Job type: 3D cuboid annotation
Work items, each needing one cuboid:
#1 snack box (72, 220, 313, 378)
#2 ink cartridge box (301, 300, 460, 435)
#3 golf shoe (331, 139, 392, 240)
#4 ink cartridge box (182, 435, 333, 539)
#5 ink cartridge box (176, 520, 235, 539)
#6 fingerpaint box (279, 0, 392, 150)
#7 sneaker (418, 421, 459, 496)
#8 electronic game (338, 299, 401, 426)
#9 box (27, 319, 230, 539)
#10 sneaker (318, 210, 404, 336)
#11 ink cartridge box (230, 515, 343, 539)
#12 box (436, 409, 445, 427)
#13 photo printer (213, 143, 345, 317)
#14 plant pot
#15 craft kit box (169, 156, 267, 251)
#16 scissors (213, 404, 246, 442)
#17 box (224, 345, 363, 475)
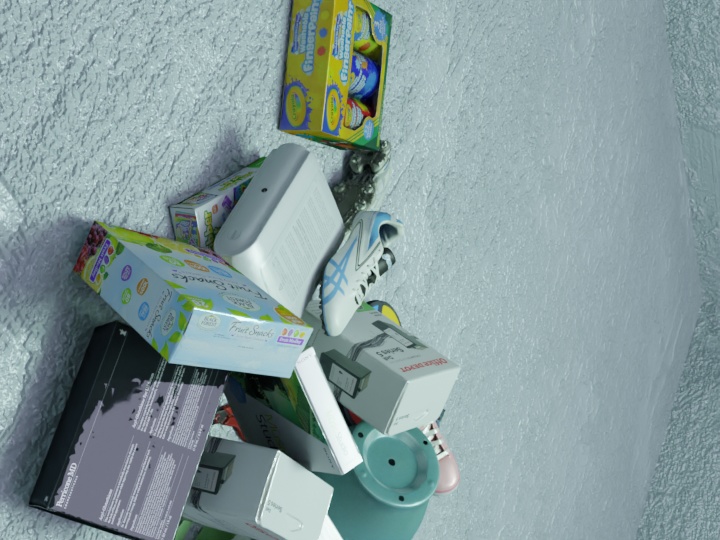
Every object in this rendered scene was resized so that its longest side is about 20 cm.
[{"bbox_3d":[-0.174,0.030,1.112,0.168,0.200,0.068,14,107,-49],"label":"snack box"},{"bbox_3d":[0.010,0.121,1.423,0.145,0.200,0.084,-6,124,-56],"label":"ink cartridge box"},{"bbox_3d":[0.004,-0.100,1.576,0.200,0.078,0.097,-61,149,-34],"label":"golf shoe"},{"bbox_3d":[-0.152,0.249,1.226,0.146,0.199,0.084,48,54,-53],"label":"ink cartridge box"},{"bbox_3d":[-0.172,0.383,1.372,0.146,0.048,0.201,-53,140,-42],"label":"ink cartridge box"},{"bbox_3d":[-0.030,-0.278,1.481,0.167,0.073,0.201,8,88,-61],"label":"fingerpaint box"},{"bbox_3d":[0.077,0.225,1.520,0.075,0.201,0.105,-27,162,-19],"label":"sneaker"},{"bbox_3d":[0.016,0.145,1.625,0.200,0.041,0.201,-21,114,-59],"label":"electronic game"},{"bbox_3d":[-0.241,0.173,1.124,0.141,0.079,0.201,28,68,-28],"label":"box"},{"bbox_3d":[0.000,0.000,1.370,0.072,0.072,0.201,72,34,-47],"label":"sneaker"},{"bbox_3d":[-0.108,0.391,1.314,0.200,0.085,0.146,-37,108,-24],"label":"ink cartridge box"},{"bbox_3d":[0.090,0.300,1.733,0.200,0.038,0.137,90,24,-71],"label":"box"},{"bbox_3d":[-0.101,-0.030,1.316,0.200,0.069,0.167,-63,146,-33],"label":"photo printer"},{"bbox_3d":[0.009,0.296,1.445,0.200,0.200,0.188,-51,179,-44],"label":"plant pot"},{"bbox_3d":[-0.148,-0.020,1.349,0.197,0.048,0.201,-37,126,-49],"label":"craft kit box"},{"bbox_3d":[-0.177,0.180,1.364,0.200,0.014,0.074,22,78,-59],"label":"scissors"},{"bbox_3d":[-0.089,0.158,1.223,0.036,0.200,0.145,-30,102,-33],"label":"box"}]
